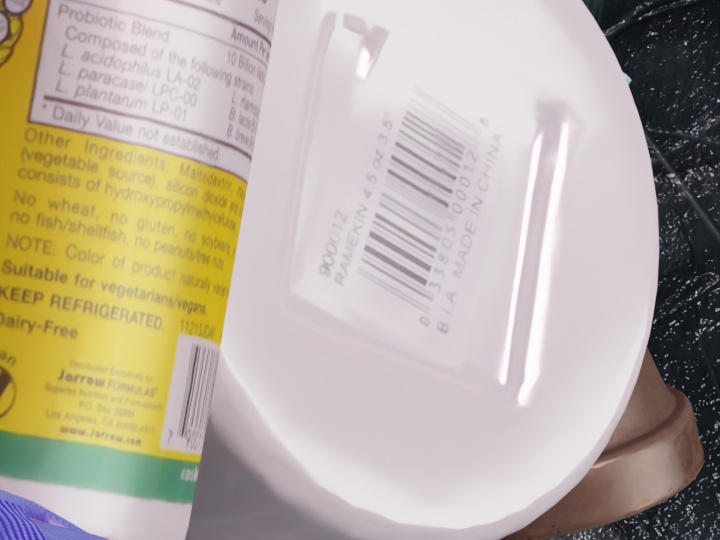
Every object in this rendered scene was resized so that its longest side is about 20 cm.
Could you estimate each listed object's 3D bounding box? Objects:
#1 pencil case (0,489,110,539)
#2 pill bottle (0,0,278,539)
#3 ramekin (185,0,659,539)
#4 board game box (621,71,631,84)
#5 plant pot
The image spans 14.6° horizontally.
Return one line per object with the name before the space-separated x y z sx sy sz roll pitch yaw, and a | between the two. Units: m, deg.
pencil case | -0.101 0.133 0.520 0.200 0.087 0.078 -51 -148 -2
pill bottle | -0.077 -0.041 0.609 0.113 0.112 0.201 35 64 -81
ramekin | -0.011 -0.011 0.762 0.200 0.098 0.201 6 81 -39
board game box | 0.000 0.000 0.969 0.200 0.045 0.152 -55 -166 -2
plant pot | 0.107 0.059 1.779 0.200 0.199 0.175 -56 136 -71
